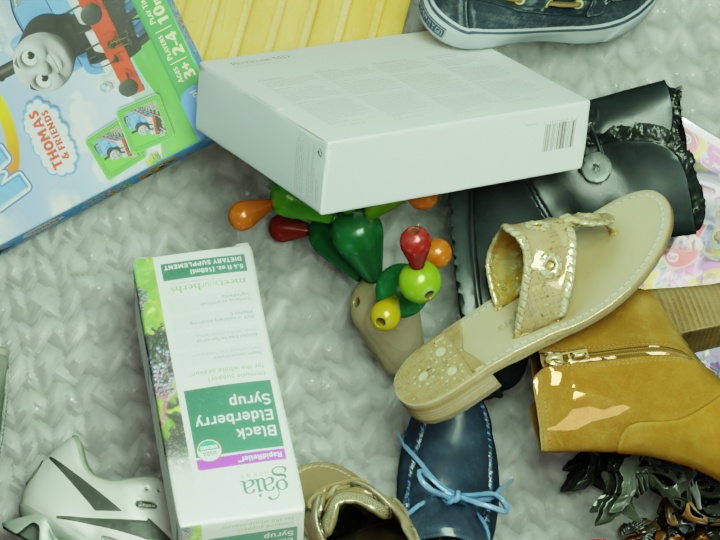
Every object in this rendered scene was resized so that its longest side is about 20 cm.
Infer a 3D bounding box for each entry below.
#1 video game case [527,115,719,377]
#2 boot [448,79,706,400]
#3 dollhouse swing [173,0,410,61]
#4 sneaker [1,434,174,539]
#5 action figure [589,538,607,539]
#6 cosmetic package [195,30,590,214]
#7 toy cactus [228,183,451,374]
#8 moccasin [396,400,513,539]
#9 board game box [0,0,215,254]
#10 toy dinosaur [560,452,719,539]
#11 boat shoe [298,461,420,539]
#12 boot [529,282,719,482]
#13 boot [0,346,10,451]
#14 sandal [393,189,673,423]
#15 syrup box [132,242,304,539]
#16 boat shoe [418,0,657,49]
[{"bbox_3d":[0.211,0.007,1.709,0.143,0.018,0.201,31,80,-2],"label":"video game case"},{"bbox_3d":[0.143,-0.022,1.658,0.167,0.076,0.202,-6,72,6],"label":"boot"},{"bbox_3d":[-0.034,-0.233,1.648,0.199,0.182,0.177,17,61,-4],"label":"dollhouse swing"},{"bbox_3d":[-0.121,0.174,1.618,0.199,0.074,0.089,30,82,-2],"label":"sneaker"},{"bbox_3d":[0.079,0.234,1.576,0.199,0.065,0.100,-24,83,-11],"label":"action figure"},{"bbox_3d":[0.019,-0.097,1.584,0.199,0.151,0.052,-11,120,-32],"label":"cosmetic package"},{"bbox_3d":[0.000,0.000,1.627,0.102,0.199,0.166,-37,126,-24],"label":"toy cactus"},{"bbox_3d":[0.061,0.173,1.642,0.080,0.068,0.202,2,82,-6],"label":"moccasin"},{"bbox_3d":[-0.202,-0.113,1.646,0.199,0.037,0.152,-27,85,7],"label":"board game box"},{"bbox_3d":[0.211,0.147,1.659,0.135,0.102,0.201,23,73,-14],"label":"toy dinosaur"},{"bbox_3d":[0.000,0.159,1.577,0.071,0.200,0.065,-26,119,-15],"label":"boat shoe"},{"bbox_3d":[0.182,0.101,1.573,0.143,0.071,0.202,-13,58,-6],"label":"boot"},{"bbox_3d":[-0.310,0.144,1.603,0.180,0.072,0.202,0,88,-20],"label":"boot"},{"bbox_3d":[0.100,0.005,1.569,0.211,0.078,0.070,-39,130,-2],"label":"sandal"},{"bbox_3d":[-0.090,0.090,1.592,0.078,0.082,0.201,-8,55,-8],"label":"syrup box"},{"bbox_3d":[0.136,-0.199,1.656,0.199,0.091,0.071,-14,61,-37],"label":"boat shoe"}]
